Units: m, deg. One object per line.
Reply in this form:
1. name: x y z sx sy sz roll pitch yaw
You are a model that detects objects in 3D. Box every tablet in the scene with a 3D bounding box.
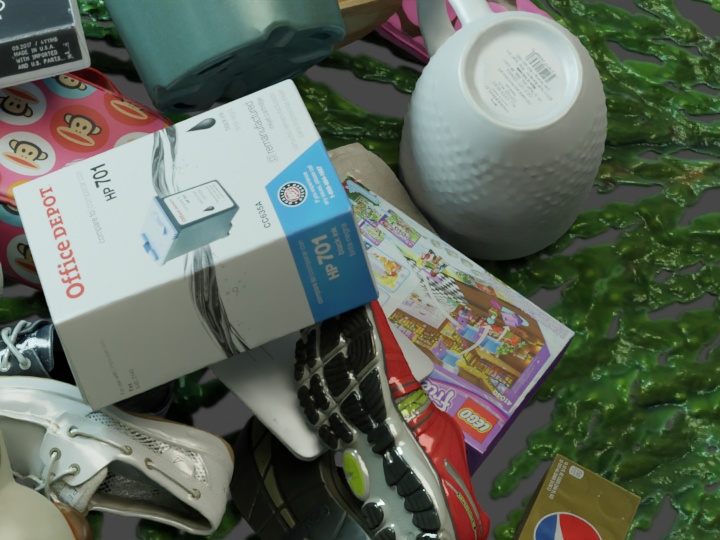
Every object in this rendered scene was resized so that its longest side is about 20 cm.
1. tablet: -0.059 0.029 1.667 0.130 0.014 0.200 -33 68 -35

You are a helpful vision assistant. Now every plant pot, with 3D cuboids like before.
1. plant pot: -0.112 -0.229 1.774 0.199 0.200 0.197 -16 80 -30

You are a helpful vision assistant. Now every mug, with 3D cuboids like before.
1. mug: 0.094 -0.128 1.801 0.147 0.176 0.201 -24 74 -12

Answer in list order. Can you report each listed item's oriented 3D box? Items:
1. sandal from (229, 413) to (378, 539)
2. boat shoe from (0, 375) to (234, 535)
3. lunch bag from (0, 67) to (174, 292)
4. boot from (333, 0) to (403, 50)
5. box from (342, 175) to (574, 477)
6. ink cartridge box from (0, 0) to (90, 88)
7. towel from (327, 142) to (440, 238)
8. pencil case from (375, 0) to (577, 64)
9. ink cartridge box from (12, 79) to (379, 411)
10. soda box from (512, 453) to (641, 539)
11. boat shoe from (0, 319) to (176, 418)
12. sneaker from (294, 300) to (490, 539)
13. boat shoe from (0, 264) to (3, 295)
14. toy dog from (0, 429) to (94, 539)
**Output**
1. sandal: -0.027 0.164 1.633 0.057 0.080 0.202 35 21 -50
2. boat shoe: -0.178 0.124 1.602 0.198 0.071 0.070 14 47 -11
3. lunch bag: -0.228 -0.082 1.743 0.199 0.082 0.177 24 48 1
4. boot: -0.081 -0.229 1.898 0.200 0.071 0.145 -18 69 -8
5. box: 0.031 0.038 1.727 0.199 0.039 0.137 35 50 9
6. ink cartridge box: -0.298 -0.181 1.745 0.196 0.044 0.200 -14 34 -5
7. towel: 0.000 0.000 1.793 0.132 0.035 0.201 -19 62 -30
8. pencil case: 0.069 -0.195 1.942 0.199 0.091 0.094 33 67 6
9. ink cartridge box: -0.107 -0.017 1.592 0.199 0.086 0.147 -21 43 -5
10. soda box: 0.117 0.221 1.635 0.067 0.064 0.201 27 49 3
11. boat shoe: -0.217 0.063 1.639 0.198 0.068 0.072 8 50 -13
12. sneaker: 0.023 0.098 1.605 0.085 0.077 0.201 -4 68 -50
13. boat shoe: -0.294 -0.058 1.632 0.060 0.071 0.201 -57 127 -77
14. toy dog: -0.247 0.128 1.509 0.201 0.193 0.140 57 33 -14
